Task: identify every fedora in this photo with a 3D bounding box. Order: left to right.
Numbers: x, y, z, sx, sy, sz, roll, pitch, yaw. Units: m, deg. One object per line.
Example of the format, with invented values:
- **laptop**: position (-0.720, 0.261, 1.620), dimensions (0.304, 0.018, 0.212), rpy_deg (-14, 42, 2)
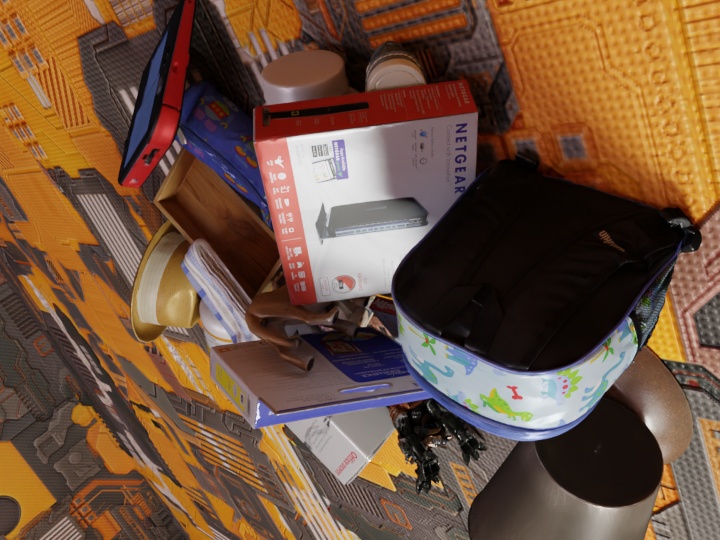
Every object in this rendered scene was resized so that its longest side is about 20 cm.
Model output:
- **fedora**: position (-0.268, 0.019, 1.094), dimensions (0.081, 0.201, 0.201), rpy_deg (17, 141, 9)

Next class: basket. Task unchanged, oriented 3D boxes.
- **basket**: position (0.199, 0.223, 0.690), dimensions (0.180, 0.136, 0.201), rpy_deg (37, 143, 29)

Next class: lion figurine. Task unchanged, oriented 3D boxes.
- **lion figurine**: position (-0.070, 0.039, 0.764), dimensions (0.122, 0.200, 0.073), rpy_deg (20, 100, 17)

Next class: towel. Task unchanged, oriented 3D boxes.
- **towel**: position (-0.173, 0.035, 0.906), dimensions (0.147, 0.024, 0.200), rpy_deg (54, 161, -6)

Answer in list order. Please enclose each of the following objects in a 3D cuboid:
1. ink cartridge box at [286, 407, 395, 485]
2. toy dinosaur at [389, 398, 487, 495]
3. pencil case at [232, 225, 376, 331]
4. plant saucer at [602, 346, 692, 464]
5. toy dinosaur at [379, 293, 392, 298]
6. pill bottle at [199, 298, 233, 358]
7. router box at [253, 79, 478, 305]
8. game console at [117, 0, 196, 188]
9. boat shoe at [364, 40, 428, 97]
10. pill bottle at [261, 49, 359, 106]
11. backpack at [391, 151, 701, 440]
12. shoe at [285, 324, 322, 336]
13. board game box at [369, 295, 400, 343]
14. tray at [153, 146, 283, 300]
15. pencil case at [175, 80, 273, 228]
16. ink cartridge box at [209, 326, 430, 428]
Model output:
- **ink cartridge box**: position (-0.051, 0.208, 1.097), dimensions (0.200, 0.083, 0.145), rpy_deg (43, 148, 10)
- **toy dinosaur**: position (0.073, 0.199, 0.927), dimensions (0.136, 0.102, 0.200), rpy_deg (50, -179, 37)
- **pencil case**: position (-0.067, 0.014, 0.914), dimensions (0.200, 0.078, 0.089), rpy_deg (37, 175, 22)
- **plant saucer**: position (0.220, 0.128, 0.718), dimensions (0.200, 0.037, 0.201), rpy_deg (31, 143, 27)
- **toy dinosaur**: position (0.000, 0.000, 0.809), dimensions (0.200, 0.048, 0.088), rpy_deg (28, 180, 39)
- **pill bottle**: position (-0.182, 0.079, 1.099), dimensions (0.111, 0.111, 0.201), rpy_deg (33, 145, 25)
- **router box**: position (0.010, -0.062, 0.650), dimensions (0.201, 0.178, 0.049), rpy_deg (82, 180, -47)
- **game console**: position (-0.240, -0.201, 0.849), dimensions (0.200, 0.031, 0.178), rpy_deg (-24, 60, 57)
- **boat shoe**: position (0.041, -0.118, 0.678), dimensions (0.201, 0.072, 0.062), rpy_deg (76, -176, -46)
- **pill bottle**: position (-0.040, -0.108, 0.723), dimensions (0.109, 0.109, 0.201), rpy_deg (25, 141, 35)
- **backpack**: position (0.129, 0.032, 0.571), dimensions (0.182, 0.200, 0.148), rpy_deg (27, 142, 31)
- **shoe**: position (-0.044, 0.116, 0.926), dimensions (0.091, 0.072, 0.200), rpy_deg (30, -169, -19)
- **board game box**: position (0.096, 0.102, 0.805), dimensions (0.103, 0.019, 0.200), rpy_deg (15, 152, 45)
- **tray**: position (-0.164, -0.058, 0.896), dimensions (0.200, 0.037, 0.099), rpy_deg (45, 117, 16)
- **pencil case**: position (-0.142, -0.135, 0.847), dimensions (0.200, 0.087, 0.078), rpy_deg (42, 130, 10)
- **ink cartridge box**: position (-0.029, 0.110, 0.730), dimensions (0.200, 0.197, 0.047), rpy_deg (28, 118, 60)
